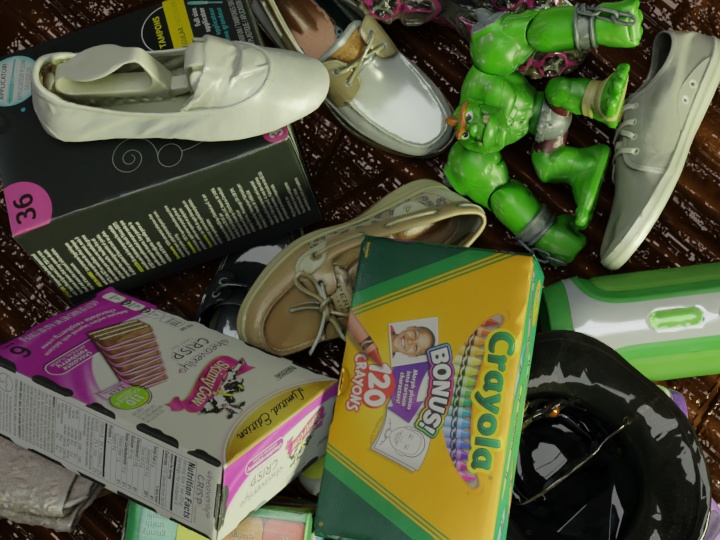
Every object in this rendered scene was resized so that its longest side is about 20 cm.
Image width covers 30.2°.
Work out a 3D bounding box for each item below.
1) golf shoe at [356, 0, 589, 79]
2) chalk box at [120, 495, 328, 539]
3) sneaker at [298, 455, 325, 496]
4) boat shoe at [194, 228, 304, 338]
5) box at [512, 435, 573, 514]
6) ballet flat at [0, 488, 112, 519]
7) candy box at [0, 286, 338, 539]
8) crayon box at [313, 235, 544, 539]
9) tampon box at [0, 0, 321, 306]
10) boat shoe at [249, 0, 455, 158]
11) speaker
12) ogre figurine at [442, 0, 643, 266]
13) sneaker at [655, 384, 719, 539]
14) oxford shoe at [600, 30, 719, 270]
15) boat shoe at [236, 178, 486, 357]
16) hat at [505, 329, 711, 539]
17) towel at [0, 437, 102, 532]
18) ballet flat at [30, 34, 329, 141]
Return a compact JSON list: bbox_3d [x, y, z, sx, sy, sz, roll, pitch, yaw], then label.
[{"bbox_3d":[0.085,-0.212,1.012,0.199,0.092,0.073,20,120,-14],"label":"golf shoe"},{"bbox_3d":[-0.094,0.213,0.897,0.124,0.200,0.125,7,82,4],"label":"chalk box"},{"bbox_3d":[0.022,0.077,0.963,0.200,0.075,0.077,-46,123,-13],"label":"sneaker"},{"bbox_3d":[-0.088,0.040,0.989,0.074,0.066,0.200,19,83,6],"label":"boat shoe"},{"bbox_3d":[0.085,0.213,0.971,0.109,0.035,0.201,10,82,4],"label":"box"},{"bbox_3d":[-0.263,0.150,0.983,0.199,0.065,0.071,-16,82,1],"label":"ballet flat"},{"bbox_3d":[-0.134,0.088,0.888,0.199,0.136,0.061,21,118,23],"label":"candy box"},{"bbox_3d":[0.047,0.085,0.882,0.118,0.058,0.201,6,79,16],"label":"crayon box"},{"bbox_3d":[-0.150,-0.091,0.963,0.199,0.126,0.151,-19,63,0],"label":"tampon box"},{"bbox_3d":[-0.010,-0.160,1.013,0.200,0.068,0.075,39,86,8],"label":"boat shoe"},{"bbox_3d":[0.233,0.037,0.963,0.199,0.088,0.089,-7,81,2],"label":"speaker"},{"bbox_3d":[0.126,-0.107,0.969,0.119,0.201,0.098,17,49,13],"label":"ogre figurine"},{"bbox_3d":[0.234,0.180,0.959,0.083,0.081,0.201,-9,90,-12],"label":"sneaker"},{"bbox_3d":[0.212,-0.093,0.989,0.057,0.075,0.201,25,76,-5],"label":"oxford shoe"},{"bbox_3d":[0.000,0.000,0.964,0.200,0.063,0.074,-37,120,-16],"label":"boat shoe"},{"bbox_3d":[0.139,0.146,0.919,0.199,0.081,0.202,-3,74,11],"label":"hat"},{"bbox_3d":[-0.263,0.115,0.952,0.199,0.035,0.133,7,40,16],"label":"towel"},{"bbox_3d":[-0.122,-0.121,0.865,0.199,0.069,0.070,-4,81,8],"label":"ballet flat"}]
